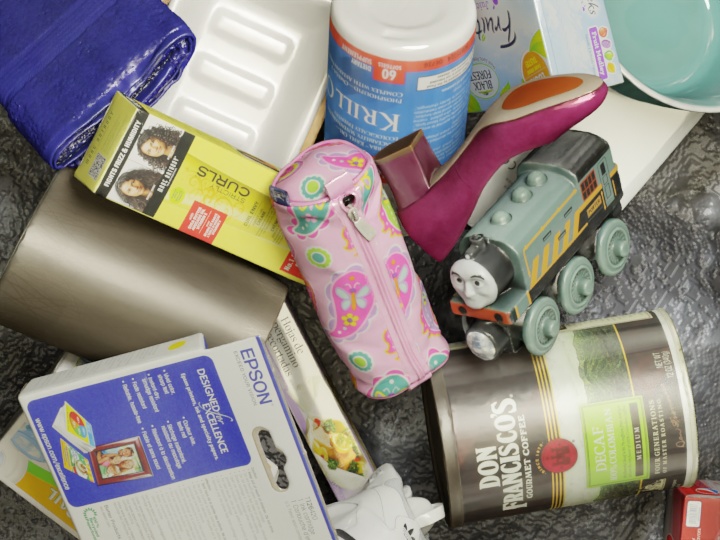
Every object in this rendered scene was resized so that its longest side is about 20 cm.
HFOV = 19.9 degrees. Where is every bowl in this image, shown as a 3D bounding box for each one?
[{"bbox_3d":[0.243,-0.210,1.612,0.199,0.105,0.202,3,80,-17],"label":"bowl"}]

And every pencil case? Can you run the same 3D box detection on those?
[{"bbox_3d":[0.000,0.000,1.549,0.087,0.088,0.201,-22,121,-1],"label":"pencil case"}]

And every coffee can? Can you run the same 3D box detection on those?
[{"bbox_3d":[0.156,0.117,1.643,0.198,0.146,0.148,-9,98,-3],"label":"coffee can"}]

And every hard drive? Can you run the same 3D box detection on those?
[{"bbox_3d":[0.169,-0.099,1.677,0.132,0.026,0.200,40,93,-7],"label":"hard drive"}]

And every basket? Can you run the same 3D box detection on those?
[{"bbox_3d":[-0.168,0.017,1.585,0.199,0.181,0.136,28,119,-6],"label":"basket"}]

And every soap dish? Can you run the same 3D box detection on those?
[{"bbox_3d":[-0.102,-0.150,1.627,0.156,0.081,0.201,23,95,-6],"label":"soap dish"}]

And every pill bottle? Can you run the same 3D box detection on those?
[{"bbox_3d":[0.028,-0.125,1.582,0.111,0.113,0.201,0,133,-3],"label":"pill bottle"}]

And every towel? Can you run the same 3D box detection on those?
[{"bbox_3d":[-0.225,-0.177,1.582,0.148,0.050,0.200,-42,56,-3],"label":"towel"}]

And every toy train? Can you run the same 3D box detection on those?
[{"bbox_3d":[0.137,-0.020,1.590,0.200,0.085,0.115,-45,130,-35],"label":"toy train"}]

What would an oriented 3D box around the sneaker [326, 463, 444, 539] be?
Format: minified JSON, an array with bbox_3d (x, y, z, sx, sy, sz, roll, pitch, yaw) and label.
[{"bbox_3d":[-0.017,0.215,1.646,0.115,0.199,0.075,-36,107,-29],"label":"sneaker"}]

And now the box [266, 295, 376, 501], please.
[{"bbox_3d":[-0.038,0.106,1.682,0.038,0.041,0.201,-27,97,2],"label":"box"}]

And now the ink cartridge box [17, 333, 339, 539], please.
[{"bbox_3d":[-0.130,0.149,1.542,0.199,0.047,0.199,-15,110,13],"label":"ink cartridge box"}]

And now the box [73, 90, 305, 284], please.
[{"bbox_3d":[-0.111,-0.060,1.546,0.199,0.050,0.076,25,98,-34],"label":"box"}]

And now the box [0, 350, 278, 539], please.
[{"bbox_3d":[-0.180,0.157,1.635,0.200,0.101,0.113,38,114,-7],"label":"box"}]

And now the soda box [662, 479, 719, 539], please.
[{"bbox_3d":[0.283,0.278,1.708,0.063,0.070,0.202,4,96,-5],"label":"soda box"}]

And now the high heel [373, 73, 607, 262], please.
[{"bbox_3d":[0.109,-0.075,1.492,0.199,0.067,0.096,-18,111,38],"label":"high heel"}]

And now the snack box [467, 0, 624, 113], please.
[{"bbox_3d":[0.106,-0.209,1.570,0.067,0.200,0.170,-18,99,-23],"label":"snack box"}]
